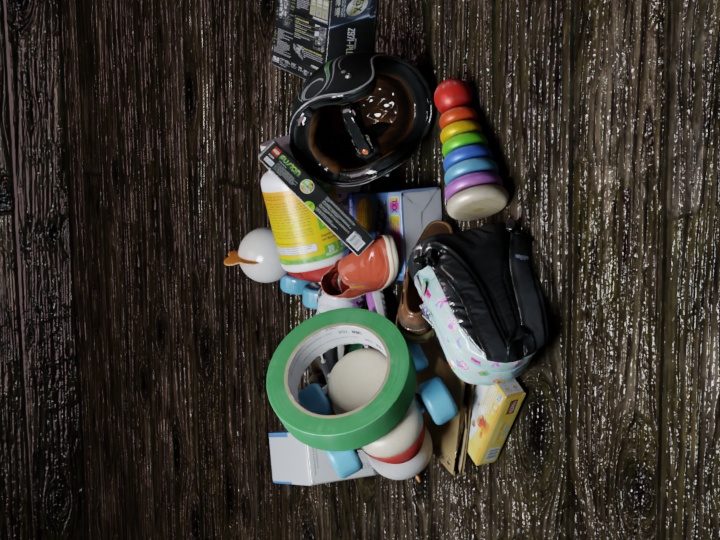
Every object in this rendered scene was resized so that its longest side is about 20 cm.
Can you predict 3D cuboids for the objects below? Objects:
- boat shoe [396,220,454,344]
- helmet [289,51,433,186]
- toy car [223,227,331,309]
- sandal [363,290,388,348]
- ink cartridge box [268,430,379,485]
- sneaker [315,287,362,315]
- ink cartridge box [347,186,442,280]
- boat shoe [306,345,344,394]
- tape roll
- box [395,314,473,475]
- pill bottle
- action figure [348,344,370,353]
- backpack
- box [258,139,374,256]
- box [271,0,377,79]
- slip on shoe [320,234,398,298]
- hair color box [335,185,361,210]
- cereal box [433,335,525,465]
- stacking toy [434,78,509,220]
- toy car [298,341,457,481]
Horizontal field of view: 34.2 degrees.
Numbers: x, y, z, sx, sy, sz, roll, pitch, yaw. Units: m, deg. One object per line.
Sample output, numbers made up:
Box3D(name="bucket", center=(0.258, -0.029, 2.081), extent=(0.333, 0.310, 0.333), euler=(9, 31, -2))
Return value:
Box3D(name="boat shoe", center=(0.098, 0.005, 1.643), extent=(0.068, 0.072, 0.200), euler=(86, -162, -54))
Box3D(name="helmet", center=(0.001, -0.228, 1.718), extent=(0.200, 0.191, 0.200), euler=(11, 125, 17))
Box3D(name="toy car", center=(-0.149, -0.034, 2.022), extent=(0.177, 0.200, 0.185), euler=(30, 120, 56))
Box3D(name="sandal", center=(0.017, 0.091, 1.848), extent=(0.203, 0.050, 0.083), euler=(-98, 8, -46))
Box3D(name="ink cartridge box", center=(-0.024, 0.285, 1.853), extent=(0.145, 0.200, 0.084), euler=(-17, 77, 61))
Box3D(name="sneaker", center=(-0.047, 0.102, 1.925), extent=(0.200, 0.075, 0.115), euler=(110, 173, -71))
Box3D(name="ink cartridge box", center=(0.044, -0.056, 1.801), extent=(0.200, 0.076, 0.137), euler=(4, 98, 62))
Box3D(name="boat shoe", center=(-0.058, 0.169, 1.878), extent=(0.074, 0.060, 0.200), euler=(29, 137, 39))
Box3D(name="tape roll", center=(-0.026, 0.145, 1.586), extent=(0.200, 0.200, 0.048), euler=(57, 175, 40))
Box3D(name="box", center=(0.101, 0.178, 1.714), extent=(0.200, 0.021, 0.164), euler=(45, 138, 52))
Box3D(name="pill bottle", center=(-0.092, -0.107, 1.821), extent=(0.111, 0.111, 0.200), euler=(15, 122, 60))
Box3D(name="action figure", center=(0.015, 0.182, 1.870), extent=(0.200, 0.055, 0.118), euler=(-117, 29, -66))
Box3D(name="backpack", center=(0.163, 0.048, 1.543), extent=(0.127, 0.167, 0.200), euler=(106, 145, -62))
Box3D(name="box", center=(-0.067, -0.108, 1.708), extent=(0.200, 0.035, 0.110), euler=(44, -178, -10))
Box3D(name="box", center=(-0.062, -0.398, 1.920), extent=(0.200, 0.086, 0.164), euler=(34, 124, 54))
Box3D(name="slip on shoe", center=(0.000, 0.000, 1.753), extent=(0.200, 0.061, 0.074), euler=(-31, 69, 59))
Box3D(name="hair color box", center=(-0.045, -0.185, 1.903), extent=(0.065, 0.109, 0.200), euler=(57, 141, 40))
Box3D(name="cereal box", center=(0.152, 0.157, 1.674), extent=(0.200, 0.039, 0.144), euler=(56, 143, 40))
Box3D(name="stacking toy", center=(0.140, -0.173, 1.606), extent=(0.085, 0.085, 0.200), euler=(-43, 54, 55))
Box3D(name="toy car", center=(0.040, 0.224, 1.674), extent=(0.177, 0.184, 0.200), euler=(58, 175, 39))
